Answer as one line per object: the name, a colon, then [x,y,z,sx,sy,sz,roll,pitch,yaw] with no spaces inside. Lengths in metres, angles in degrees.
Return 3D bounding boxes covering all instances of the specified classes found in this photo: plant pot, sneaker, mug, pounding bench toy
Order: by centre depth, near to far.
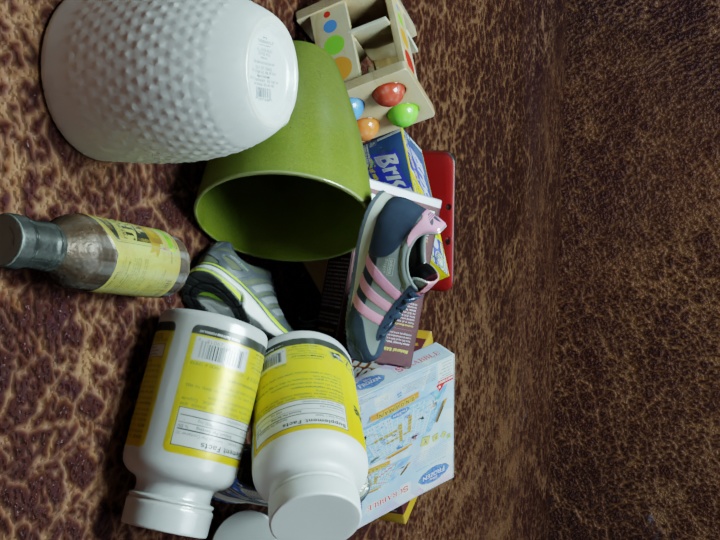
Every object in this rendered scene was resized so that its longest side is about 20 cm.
mug: [-0.139,-0.161,0.727,0.200,0.174,0.149,18,77,-66]
sneaker: [0.035,0.021,0.860,0.070,0.082,0.201,-47,150,-51]
plant pot: [-0.074,-0.141,0.908,0.187,0.186,0.201,52,36,-58]
sneaker: [-0.075,0.229,0.914,0.085,0.199,0.078,137,-42,-57]
sneaker: [-0.107,0.045,0.921,0.200,0.074,0.081,51,37,-32]
sneaker: [-0.066,0.101,1.071,0.079,0.075,0.201,38,49,-73]
pounding bench toy: [0.023,-0.244,1.095,0.200,0.124,0.157,37,39,-63]

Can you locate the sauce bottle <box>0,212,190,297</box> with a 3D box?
sauce bottle: [-0.221,-0.013,0.700,0.200,0.064,0.065,13,82,-68]

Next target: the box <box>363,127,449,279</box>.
box: [0.057,-0.081,1.092,0.070,0.064,0.201,36,38,-55]

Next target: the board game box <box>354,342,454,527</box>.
board game box: [0.031,0.215,1.060,0.199,0.041,0.201,-19,121,-29]

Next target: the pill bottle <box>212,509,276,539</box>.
pill bottle: [-0.097,0.350,0.998,0.200,0.108,0.109,56,44,-55]

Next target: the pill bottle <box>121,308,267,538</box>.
pill bottle: [-0.163,0.146,0.805,0.111,0.111,0.201,44,54,-61]

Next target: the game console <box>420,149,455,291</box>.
game console: [0.078,-0.082,1.262,0.172,0.118,0.202,-76,167,-80]

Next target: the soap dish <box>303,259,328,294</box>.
soap dish: [0.000,0.000,1.080,0.201,0.081,0.158,61,23,-19]

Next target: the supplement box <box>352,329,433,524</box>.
supplement box: [0.024,0.217,1.226,0.197,0.132,0.201,-55,142,-50]

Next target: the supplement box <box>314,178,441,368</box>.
supplement box: [0.019,0.004,0.971,0.108,0.061,0.201,14,85,-30]

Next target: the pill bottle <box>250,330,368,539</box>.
pill bottle: [-0.052,0.164,0.830,0.201,0.112,0.113,-101,176,-50]
